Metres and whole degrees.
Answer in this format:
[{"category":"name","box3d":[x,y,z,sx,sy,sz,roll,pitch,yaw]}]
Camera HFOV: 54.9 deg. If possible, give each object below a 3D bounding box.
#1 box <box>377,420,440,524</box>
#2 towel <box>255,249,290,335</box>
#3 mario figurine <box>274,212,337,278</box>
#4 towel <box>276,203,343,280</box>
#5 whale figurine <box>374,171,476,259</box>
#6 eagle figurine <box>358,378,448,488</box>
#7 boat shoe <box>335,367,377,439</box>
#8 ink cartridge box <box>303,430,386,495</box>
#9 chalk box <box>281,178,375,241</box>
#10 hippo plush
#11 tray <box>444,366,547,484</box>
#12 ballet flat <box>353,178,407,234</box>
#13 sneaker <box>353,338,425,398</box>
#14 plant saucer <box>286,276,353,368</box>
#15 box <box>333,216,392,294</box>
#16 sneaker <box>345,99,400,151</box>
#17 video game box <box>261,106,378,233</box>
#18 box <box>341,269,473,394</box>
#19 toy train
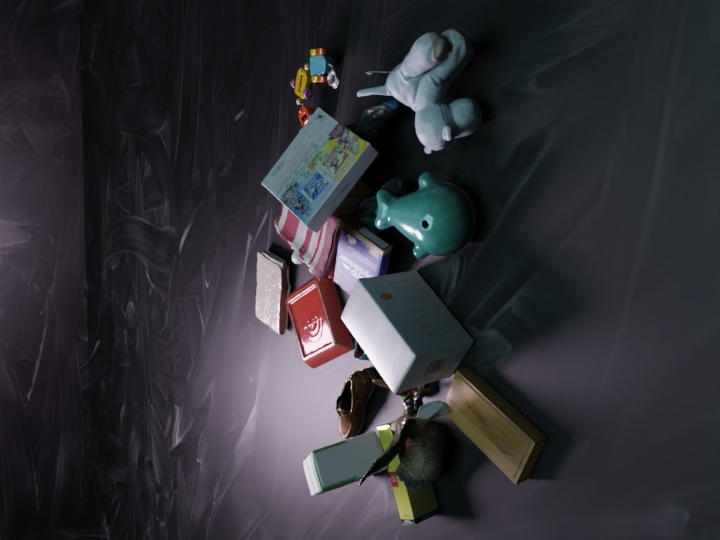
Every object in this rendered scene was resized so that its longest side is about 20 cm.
[{"category":"box","box3d":[0.097,0.408,1.417,0.050,0.075,0.202,-24,78,52]},{"category":"towel","box3d":[-0.230,0.053,1.811,0.132,0.034,0.202,29,120,48]},{"category":"mario figurine","box3d":[-0.119,-0.045,1.560,0.200,0.123,0.107,46,148,32]},{"category":"towel","box3d":[-0.110,-0.091,1.434,0.200,0.023,0.145,46,131,38]},{"category":"whale figurine","box3d":[0.105,-0.096,1.249,0.199,0.104,0.161,14,109,28]},{"category":"eagle figurine","box3d":[0.086,0.320,1.321,0.150,0.151,0.202,7,78,11]},{"category":"boat shoe","box3d":[-0.026,0.303,1.562,0.072,0.068,0.201,41,128,39]},{"category":"ink cartridge box","box3d":[-0.039,0.417,1.488,0.200,0.145,0.085,118,135,-67]},{"category":"chalk box","box3d":[-0.084,-0.166,1.501,0.200,0.124,0.125,45,130,37]},{"category":"hippo plush","box3d":[0.129,-0.292,1.162,0.162,0.199,0.159,66,162,7]},{"category":"tray","box3d":[0.234,0.274,1.244,0.200,0.037,0.099,42,128,39]},{"category":"ballet flat","box3d":[0.037,-0.127,1.407,0.200,0.073,0.074,-40,65,55]},{"category":"sneaker","box3d":[0.050,0.177,1.394,0.084,0.120,0.201,-40,65,48]},{"category":"plant saucer","box3d":[-0.109,0.121,1.663,0.199,0.036,0.202,-32,72,51]},{"category":"box","box3d":[0.000,0.000,1.447,0.121,0.032,0.201,36,139,27]},{"category":"sneaker","box3d":[0.028,-0.277,1.388,0.200,0.073,0.083,-26,85,61]},{"category":"video game box","box3d":[-0.084,-0.203,1.382,0.200,0.047,0.182,-51,49,6]},{"category":"box","box3d":[0.085,0.110,1.311,0.200,0.151,0.107,53,134,33]},{"category":"toy train","box3d":[-0.088,-0.392,1.526,0.200,0.055,0.151,-48,61,49]}]
